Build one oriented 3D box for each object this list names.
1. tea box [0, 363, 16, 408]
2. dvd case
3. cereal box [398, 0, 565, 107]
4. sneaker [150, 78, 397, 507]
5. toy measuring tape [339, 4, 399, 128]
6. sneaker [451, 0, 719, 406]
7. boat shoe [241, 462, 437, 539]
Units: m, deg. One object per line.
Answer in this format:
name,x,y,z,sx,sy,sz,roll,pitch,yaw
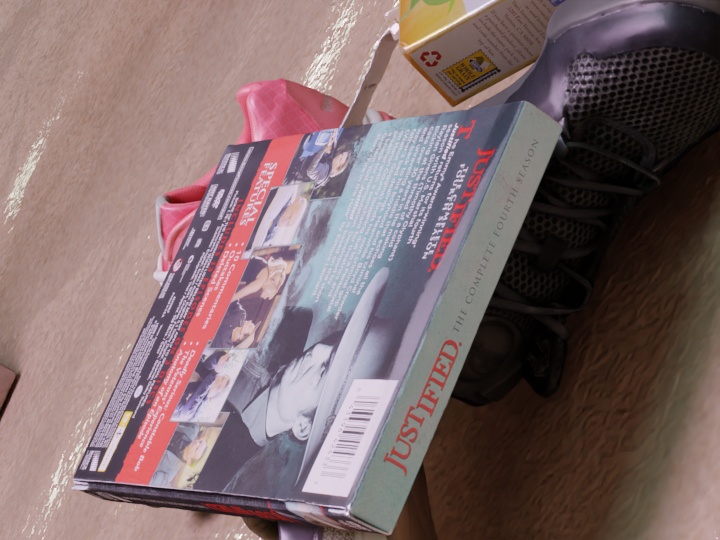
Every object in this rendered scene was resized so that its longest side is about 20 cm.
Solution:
tea box,-0.337,0.070,1.417,0.196,0.199,0.134,1,65,65
dvd case,-0.021,0.016,0.833,0.200,0.022,0.147,-5,57,59
cereal box,0.103,-0.159,0.883,0.199,0.040,0.144,-26,39,26
sneaker,-0.062,0.005,1.056,0.201,0.086,0.074,-60,22,7
toy measuring tape,0.000,0.000,0.943,0.201,0.073,0.074,-64,22,14
sneaker,0.069,-0.020,0.830,0.199,0.076,0.115,-36,36,51
boat shoe,-0.011,0.076,0.846,0.064,0.072,0.201,-18,55,9
